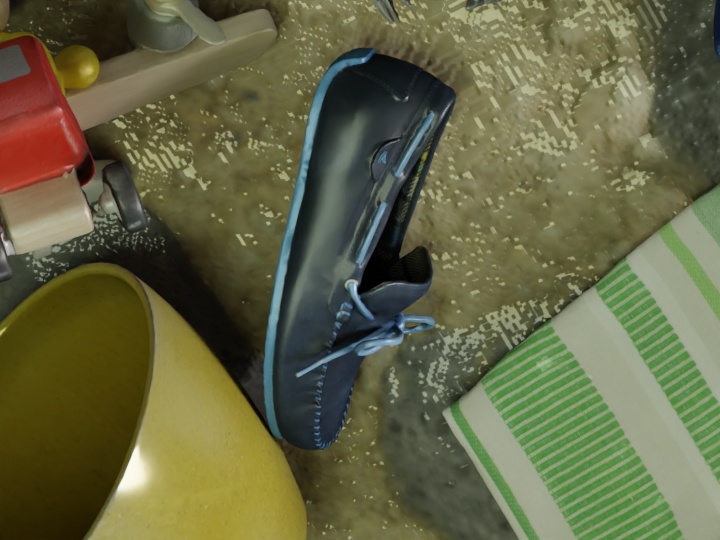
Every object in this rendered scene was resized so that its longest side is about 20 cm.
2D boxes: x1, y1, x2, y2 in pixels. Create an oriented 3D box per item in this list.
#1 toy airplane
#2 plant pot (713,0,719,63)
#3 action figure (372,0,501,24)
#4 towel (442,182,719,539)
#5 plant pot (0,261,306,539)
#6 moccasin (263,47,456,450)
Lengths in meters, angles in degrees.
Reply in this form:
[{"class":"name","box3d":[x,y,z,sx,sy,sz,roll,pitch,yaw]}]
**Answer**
[{"class":"toy airplane","box3d":[-0.160,-0.072,1.057,0.199,0.200,0.142,-18,95,35]},{"class":"plant pot","box3d":[0.256,-0.112,0.881,0.200,0.180,0.200,-24,128,26]},{"class":"action figure","box3d":[0.055,-0.177,0.995,0.199,0.069,0.130,-13,118,26]},{"class":"towel","box3d":[0.142,0.071,1.083,0.200,0.023,0.153,-41,73,31]},{"class":"plant pot","box3d":[-0.110,0.118,1.137,0.142,0.200,0.200,32,124,-31]},{"class":"moccasin","box3d":[0.000,0.000,1.090,0.068,0.081,0.201,15,120,11]}]
